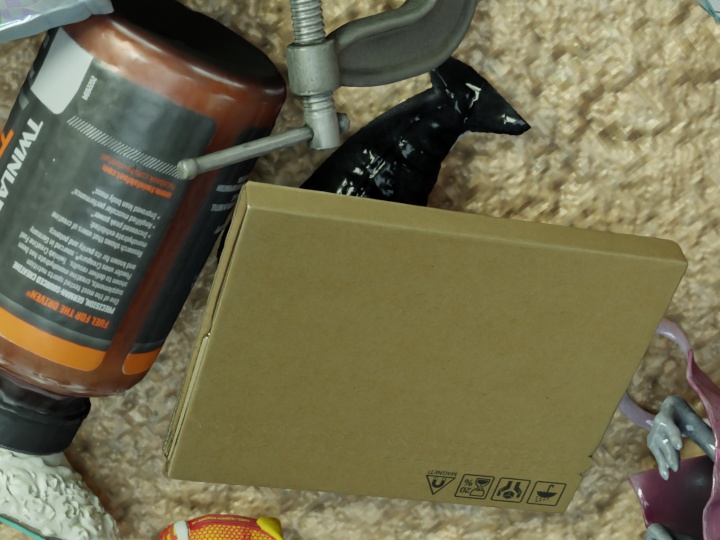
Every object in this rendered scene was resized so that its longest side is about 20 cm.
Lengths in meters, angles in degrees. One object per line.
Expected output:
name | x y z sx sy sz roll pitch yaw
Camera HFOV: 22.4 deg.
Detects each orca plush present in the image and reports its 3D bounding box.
orca plush | 0.000 0.000 0.822 0.200 0.071 0.105 -41 102 12

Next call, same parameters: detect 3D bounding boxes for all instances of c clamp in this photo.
c clamp | -0.008 -0.148 0.748 0.170 0.027 0.201 -14 107 -40

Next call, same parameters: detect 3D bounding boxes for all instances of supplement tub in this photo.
supplement tub | -0.119 -0.019 0.800 0.107 0.107 0.200 26 105 -7

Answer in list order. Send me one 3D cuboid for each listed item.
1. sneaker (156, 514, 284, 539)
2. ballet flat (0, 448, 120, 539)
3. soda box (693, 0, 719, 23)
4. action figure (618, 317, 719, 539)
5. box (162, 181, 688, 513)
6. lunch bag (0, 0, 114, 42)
sneaker | -0.060 0.216 0.893 0.077 0.073 0.201 -2 110 -9
ballet flat | -0.197 0.076 0.855 0.199 0.072 0.072 24 106 -6
soda box | 0.216 -0.185 0.760 0.200 0.068 0.064 -32 103 10
action figure | 0.224 0.104 0.854 0.199 0.149 0.134 -6 138 -16
box | 0.026 0.040 0.808 0.199 0.021 0.164 7 129 -16
lunch bag | -0.201 -0.179 0.735 0.169 0.127 0.201 -16 88 5
